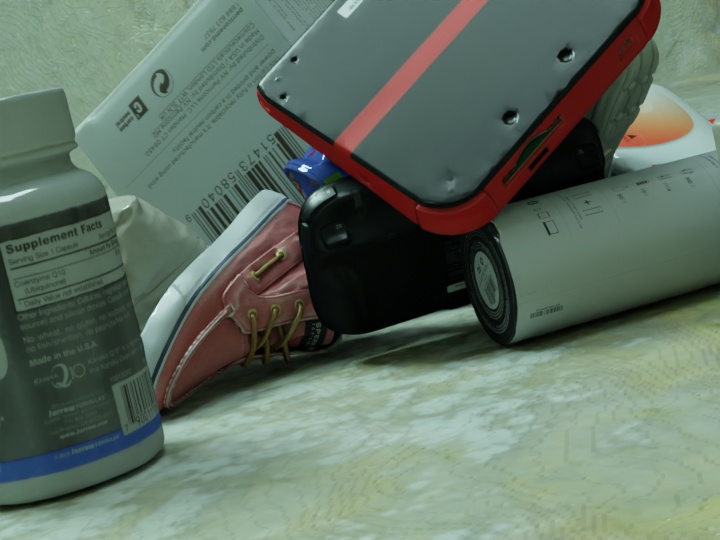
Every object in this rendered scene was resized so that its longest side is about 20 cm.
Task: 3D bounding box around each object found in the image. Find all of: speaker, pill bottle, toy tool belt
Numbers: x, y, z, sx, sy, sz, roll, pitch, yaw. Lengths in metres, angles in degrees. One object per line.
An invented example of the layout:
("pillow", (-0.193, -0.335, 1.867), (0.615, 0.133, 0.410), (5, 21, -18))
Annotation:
("speaker", (0.165, -0.019, 0.931), (0.199, 0.082, 0.081), (-15, 8, -16))
("pill bottle", (-0.179, 0.011, 0.823), (0.113, 0.201, 0.114), (-13, 8, 2))
("toy tool belt", (-0.179, 0.020, 1.068), (0.123, 0.125, 0.200), (-61, 18, -13))

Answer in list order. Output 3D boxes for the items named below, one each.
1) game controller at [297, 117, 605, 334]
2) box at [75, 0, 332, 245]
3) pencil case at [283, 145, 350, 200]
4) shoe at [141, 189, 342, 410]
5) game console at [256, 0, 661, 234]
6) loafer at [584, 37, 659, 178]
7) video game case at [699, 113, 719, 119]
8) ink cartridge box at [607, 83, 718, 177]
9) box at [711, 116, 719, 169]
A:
("game controller", (0.061, -0.027, 0.959), (0.199, 0.105, 0.042), (-17, 38, -12))
("box", (-0.066, -0.102, 1.217), (0.199, 0.200, 0.171), (-41, -8, 26))
("pencil case", (0.041, -0.110, 0.990), (0.200, 0.078, 0.087), (-50, 29, -2))
("shoe", (-0.063, 0.030, 0.978), (0.091, 0.072, 0.200), (25, 45, 11))
("game console", (0.059, -0.131, 0.926), (0.177, 0.031, 0.200), (37, 80, 32))
("loafer", (0.128, -0.077, 1.026), (0.070, 0.201, 0.070), (34, 30, 24))
("video game case", (0.287, -0.093, 1.214), (0.199, 0.023, 0.182), (-1, 17, -7))
("ink cartridge box", (0.253, -0.085, 1.090), (0.199, 0.050, 0.162), (-13, 35, -17))
("box", (0.298, -0.045, 0.790), (0.127, 0.110, 0.200), (-17, 9, -28))
